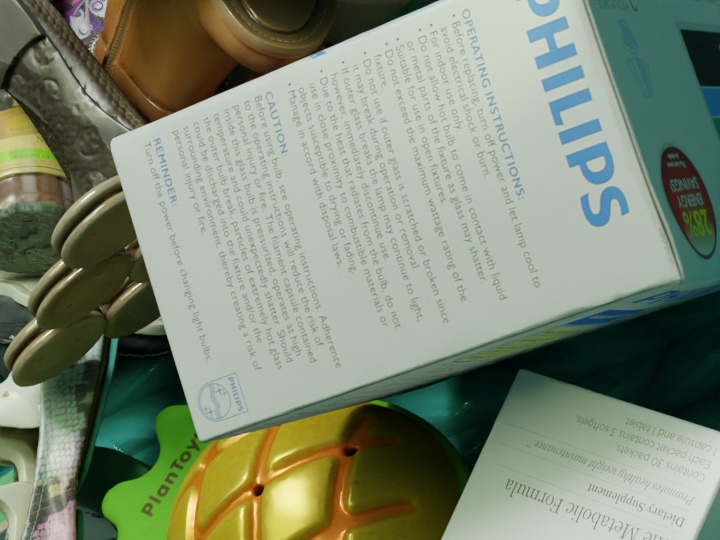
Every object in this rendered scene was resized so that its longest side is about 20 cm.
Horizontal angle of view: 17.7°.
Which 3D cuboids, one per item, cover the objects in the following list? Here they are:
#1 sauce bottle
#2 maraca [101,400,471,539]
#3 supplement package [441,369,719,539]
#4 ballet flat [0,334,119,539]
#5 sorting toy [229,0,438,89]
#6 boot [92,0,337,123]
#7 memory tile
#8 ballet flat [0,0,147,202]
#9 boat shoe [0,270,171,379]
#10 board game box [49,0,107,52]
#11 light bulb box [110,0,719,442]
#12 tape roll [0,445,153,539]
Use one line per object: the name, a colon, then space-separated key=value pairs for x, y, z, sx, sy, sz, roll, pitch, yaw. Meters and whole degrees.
sauce bottle: x=-0.181 y=-0.096 z=1.215 sx=0.065 sy=0.065 sz=0.201 roll=-30 pitch=53 yaw=26
maraca: x=-0.033 y=0.110 z=0.981 sx=0.200 sy=0.107 sz=0.137 roll=19 pitch=67 yaw=42
supplement package: x=0.085 y=0.157 z=0.845 sx=0.114 sy=0.109 sz=0.201 roll=15 pitch=77 yaw=47
ballet flat: x=-0.153 y=0.102 z=1.052 sx=0.069 sy=0.071 sz=0.201 roll=124 pitch=153 yaw=-59
sorting toy: x=0.005 y=-0.132 z=1.149 sx=0.200 sy=0.036 sz=0.186 roll=-12 pitch=58 yaw=38
boot: x=-0.082 y=-0.100 z=1.144 sx=0.155 sy=0.073 sz=0.200 roll=-66 pitch=26 yaw=23
memory tile: x=-0.066 y=-0.026 z=1.028 sx=0.017 sy=0.200 sz=0.153 roll=52 pitch=146 yaw=15
ballet flat: x=-0.128 y=-0.064 z=1.142 sx=0.067 sy=0.046 sz=0.200 roll=-44 pitch=77 yaw=26
boat shoe: x=-0.166 y=0.036 z=1.189 sx=0.199 sy=0.074 sz=0.066 roll=9 pitch=100 yaw=35
board game box: x=-0.222 y=-0.130 z=1.291 sx=0.199 sy=0.032 sz=0.120 roll=2 pitch=67 yaw=7
light bulb box: x=0.048 y=-0.028 z=0.894 sx=0.199 sy=0.198 sz=0.125 roll=-20 pitch=85 yaw=26
tape roll: x=-0.141 y=0.183 z=1.087 sx=0.200 sy=0.048 sz=0.201 roll=-23 pitch=51 yaw=32
